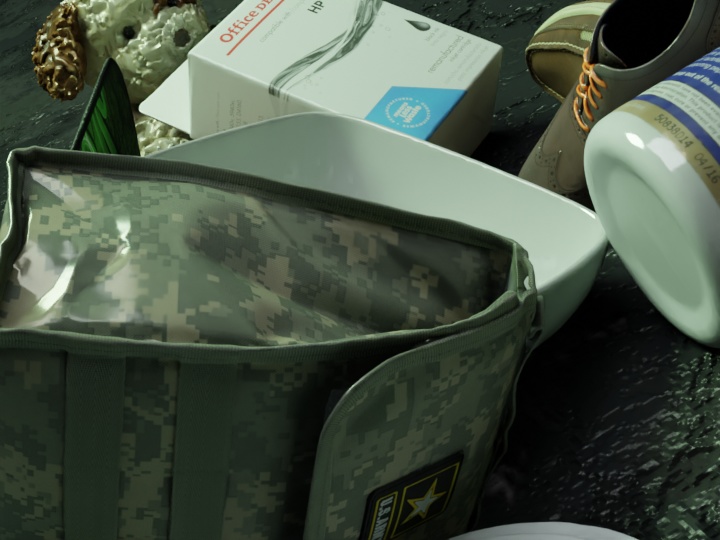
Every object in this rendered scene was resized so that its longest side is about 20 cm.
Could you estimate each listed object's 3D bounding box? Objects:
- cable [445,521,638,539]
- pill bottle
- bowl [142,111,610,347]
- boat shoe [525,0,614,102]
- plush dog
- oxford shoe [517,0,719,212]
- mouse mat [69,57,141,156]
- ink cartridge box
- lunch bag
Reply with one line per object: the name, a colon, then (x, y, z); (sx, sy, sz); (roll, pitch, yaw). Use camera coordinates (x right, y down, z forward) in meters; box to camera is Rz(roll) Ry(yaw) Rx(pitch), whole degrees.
cable: (0.035, 0.167, 0.514); (0.200, 0.070, 0.199); (-42, 30, -28)
pill bottle: (0.209, -0.063, 0.720); (0.199, 0.116, 0.116); (-32, 26, -9)
bowl: (0.000, 0.000, 0.760); (0.199, 0.075, 0.199); (22, 27, 28)
boat shoe: (0.149, -0.099, 0.894); (0.075, 0.075, 0.202); (-42, 30, -17)
plush dog: (-0.136, -0.140, 1.116); (0.200, 0.173, 0.160); (-42, 29, -27)
oxford shoe: (0.128, -0.094, 0.814); (0.201, 0.072, 0.072); (-53, 48, 32)
mouse mat: (-0.108, 0.015, 0.781); (0.007, 0.202, 0.161); (-9, 29, 6)
ink cartridge box: (-0.027, -0.116, 0.989); (0.198, 0.067, 0.116); (23, 48, 18)
lunch bag: (-0.038, 0.057, 0.603); (0.197, 0.165, 0.118); (5, 41, -7)
